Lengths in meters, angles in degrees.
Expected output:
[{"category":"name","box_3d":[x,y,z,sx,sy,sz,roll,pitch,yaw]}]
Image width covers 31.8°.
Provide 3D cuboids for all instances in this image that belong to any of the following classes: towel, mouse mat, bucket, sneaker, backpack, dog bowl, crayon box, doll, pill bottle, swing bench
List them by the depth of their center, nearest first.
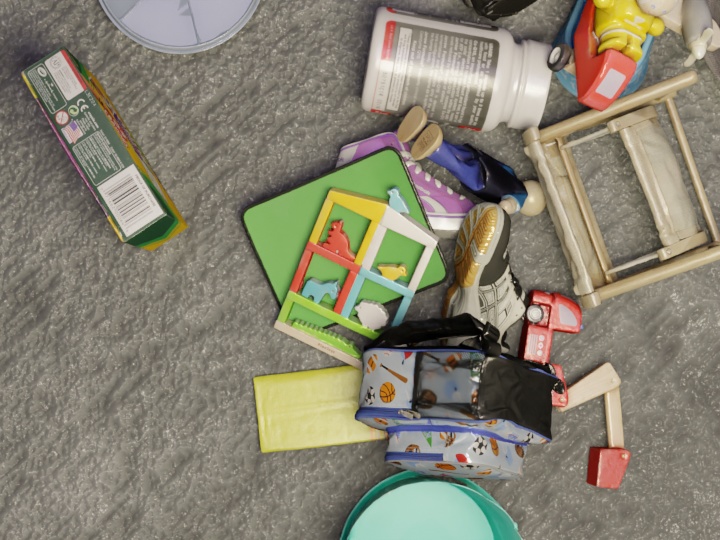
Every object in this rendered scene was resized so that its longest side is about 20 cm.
[{"category":"backpack","box_3d":[0.092,0.139,1.315,0.188,0.199,0.156,7,75,34]},{"category":"crayon box","box_3d":[-0.265,-0.123,1.338,0.058,0.173,0.202,-31,89,-1]},{"category":"bucket","box_3d":[0.071,0.314,1.346,0.203,0.135,0.211,0,87,-3]},{"category":"sneaker","box_3d":[0.144,0.010,1.366,0.086,0.202,0.076,4,41,-8]},{"category":"doll","box_3d":[0.132,-0.105,1.374,0.198,0.137,0.049,25,110,-37]},{"category":"mouse mat","box_3d":[-0.018,-0.028,1.384,0.197,0.008,0.163,-21,100,16]},{"category":"swing bench","box_3d":[0.296,-0.085,1.387,0.197,0.130,0.202,-19,88,2]},{"category":"pill bottle","box_3d":[0.105,-0.216,1.390,0.197,0.114,0.116,10,86,-2]},{"category":"sneaker","box_3d":[0.067,-0.098,1.404,0.197,0.073,0.116,8,83,-2]},{"category":"towel","box_3d":[-0.018,0.150,1.413,0.196,0.018,0.088,-7,82,-2]},{"category":"dog bowl","box_3d":[0.289,-0.289,1.419,0.110,0.050,0.202,23,79,7]}]

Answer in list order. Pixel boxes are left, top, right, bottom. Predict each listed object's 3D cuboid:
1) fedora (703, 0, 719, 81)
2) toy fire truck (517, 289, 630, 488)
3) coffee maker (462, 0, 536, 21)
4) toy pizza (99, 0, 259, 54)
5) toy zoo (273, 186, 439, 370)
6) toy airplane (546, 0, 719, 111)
[{"category":"fedora","box_3d":[0.452,-0.263,1.420,0.174,0.090,0.204,7,80,-4]},{"category":"toy fire truck","box_3d":[0.237,0.131,1.408,0.139,0.049,0.204,10,85,-2]},{"category":"coffee maker","box_3d":[0.138,-0.390,1.363,0.134,0.192,0.202,-30,87,5]},{"category":"toy pizza","box_3d":[-0.203,-0.343,1.425,0.197,0.032,0.204,0,87,-4]},{"category":"toy zoo","box_3d":[0.000,0.000,1.374,0.130,0.020,0.202,24,107,3]},{"category":"toy airplane","box_3d":[0.280,-0.288,1.299,0.198,0.141,0.202,-27,102,-23]}]
